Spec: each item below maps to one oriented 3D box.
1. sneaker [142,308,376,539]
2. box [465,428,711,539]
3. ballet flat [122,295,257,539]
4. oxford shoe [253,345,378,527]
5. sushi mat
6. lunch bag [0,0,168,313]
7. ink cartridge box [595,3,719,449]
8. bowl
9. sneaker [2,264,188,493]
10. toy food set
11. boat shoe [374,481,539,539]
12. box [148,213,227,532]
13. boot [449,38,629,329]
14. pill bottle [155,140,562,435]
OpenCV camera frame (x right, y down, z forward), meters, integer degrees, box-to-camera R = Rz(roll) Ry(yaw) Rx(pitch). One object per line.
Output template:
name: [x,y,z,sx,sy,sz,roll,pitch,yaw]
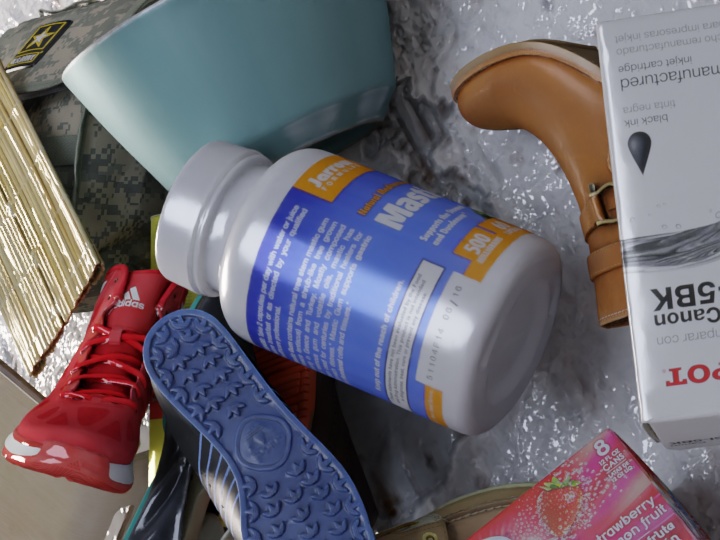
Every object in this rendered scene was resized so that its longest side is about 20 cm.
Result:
sneaker: [-0.047,0.111,1.463,0.070,0.078,0.200,-30,70,-4]
box: [0.089,0.187,1.378,0.200,0.100,0.096,-39,56,4]
ballet flat: [-0.084,0.110,1.547,0.073,0.073,0.200,6,74,46]
oxford shoe: [-0.031,0.117,1.585,0.071,0.072,0.200,-20,61,45]
sushi mat: [-0.210,-0.038,1.656,0.096,0.012,0.200,-53,48,29]
lunch bag: [-0.179,-0.080,1.726,0.164,0.117,0.200,-8,73,49]
ink cartridge box: [0.198,-0.025,1.314,0.146,0.083,0.200,-8,77,11]
bowl: [-0.059,-0.107,1.574,0.201,0.201,0.105,-29,86,40]
sneaker: [-0.147,0.053,1.546,0.200,0.078,0.116,-122,48,-82]
toy food set: [-0.217,0.099,1.723,0.200,0.060,0.144,38,135,13]
boat shoe: [0.026,0.172,1.467,0.200,0.066,0.074,-26,86,10]
box: [-0.086,0.066,1.642,0.050,0.075,0.200,-7,81,47]
boot: [0.126,-0.046,1.443,0.200,0.074,0.155,-7,84,47]
pill bottle: [-0.004,0.001,1.453,0.200,0.112,0.112,23,102,21]
